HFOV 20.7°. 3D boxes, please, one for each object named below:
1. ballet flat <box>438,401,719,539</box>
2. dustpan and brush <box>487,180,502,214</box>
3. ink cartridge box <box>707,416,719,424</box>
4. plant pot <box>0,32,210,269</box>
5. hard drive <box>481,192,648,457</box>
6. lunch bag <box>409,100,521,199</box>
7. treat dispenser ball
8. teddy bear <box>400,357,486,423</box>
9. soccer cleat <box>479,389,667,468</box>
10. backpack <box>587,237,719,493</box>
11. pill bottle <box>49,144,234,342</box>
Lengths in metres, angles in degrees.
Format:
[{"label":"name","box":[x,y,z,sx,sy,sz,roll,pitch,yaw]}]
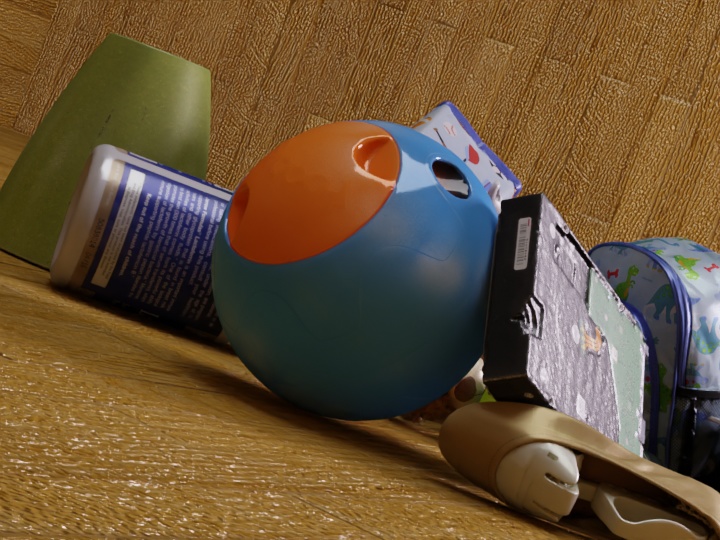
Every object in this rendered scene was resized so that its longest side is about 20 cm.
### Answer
[{"label":"ballet flat","box":[0.144,0.135,1.223,0.199,0.069,0.063,19,21,-8]},{"label":"dustpan and brush","box":[0.108,0.012,1.595,0.057,0.201,0.140,23,43,9]},{"label":"ink cartridge box","box":[0.374,0.195,1.567,0.175,0.084,0.199,25,4,40]},{"label":"plant pot","box":[-0.205,-0.093,1.688,0.186,0.201,0.187,21,3,-1]},{"label":"hard drive","box":[0.140,0.060,1.317,0.038,0.140,0.200,-10,-35,27]},{"label":"lunch bag","box":[0.017,-0.019,1.647,0.124,0.200,0.170,50,34,-2]},{"label":"treat dispenser ball","box":[0.000,0.000,1.325,0.200,0.202,0.201,21,2,-1]},{"label":"teddy bear","box":[0.115,0.076,1.514,0.199,0.145,0.067,17,35,-50]},{"label":"soccer cleat","box":[0.169,0.122,1.489,0.199,0.082,0.067,19,3,-37]},{"label":"backpack","box":[0.233,0.076,1.645,0.146,0.201,0.183,1,13,-28]},{"label":"pill bottle","box":[-0.129,-0.012,1.523,0.199,0.116,0.116,20,2,-12]}]
